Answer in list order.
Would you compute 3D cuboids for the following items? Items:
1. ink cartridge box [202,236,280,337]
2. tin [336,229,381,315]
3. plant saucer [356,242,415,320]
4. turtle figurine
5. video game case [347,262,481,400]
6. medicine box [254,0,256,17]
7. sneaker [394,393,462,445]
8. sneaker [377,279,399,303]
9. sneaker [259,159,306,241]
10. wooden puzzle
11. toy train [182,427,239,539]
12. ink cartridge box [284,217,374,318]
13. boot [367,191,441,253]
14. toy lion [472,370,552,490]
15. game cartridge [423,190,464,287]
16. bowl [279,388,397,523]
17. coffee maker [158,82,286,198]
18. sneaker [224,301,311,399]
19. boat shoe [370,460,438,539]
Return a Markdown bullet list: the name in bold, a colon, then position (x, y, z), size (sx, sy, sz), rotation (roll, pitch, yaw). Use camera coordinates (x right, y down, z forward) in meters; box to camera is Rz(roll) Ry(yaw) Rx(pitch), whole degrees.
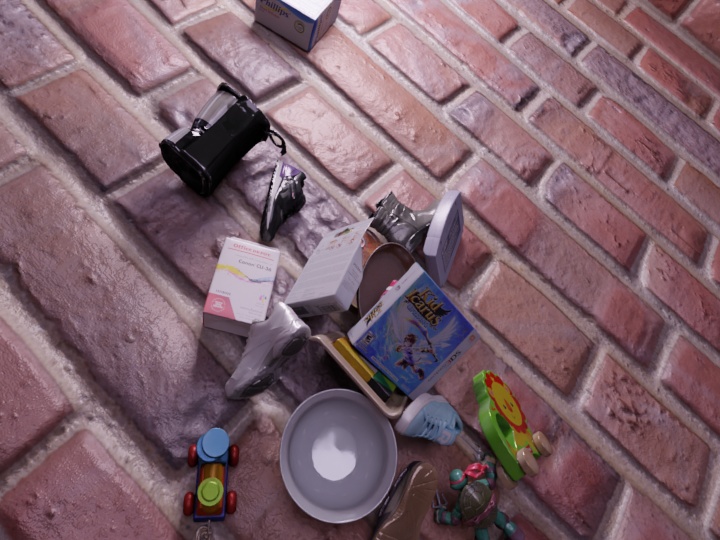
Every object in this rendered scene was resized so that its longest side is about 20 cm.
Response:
- **ink cartridge box**: position (-0.224, 0.016, 1.010), size (0.112, 0.068, 0.206), rotation (14, 58, -10)
- **tin**: position (0.000, 0.000, 1.114), size (0.108, 0.042, 0.206), rotation (2, 62, -22)
- **plant saucer**: position (0.054, 0.049, 1.052), size (0.196, 0.031, 0.209), rotation (0, 90, -48)
- **turtle figurine**: position (0.196, 0.404, 0.902), size (0.147, 0.101, 0.203), rotation (-34, 92, 0)
- **video game case**: position (0.103, 0.120, 0.963), size (0.181, 0.046, 0.200), rotation (-45, 118, 3)
- **medicine box**: position (-0.167, -0.737, 1.434), size (0.178, 0.104, 0.203), rotation (29, 57, 0)
- **sneaker**: position (0.133, 0.270, 0.924), size (0.081, 0.075, 0.198), rotation (38, 15, 30)
- **sneaker**: position (0.095, 0.116, 1.025), size (0.075, 0.080, 0.203), rotation (-45, 115, -24)
- **sneaker**: position (-0.159, -0.147, 1.124), size (0.085, 0.076, 0.206), rotation (17, 57, -15)
- **wooden puzzle**: position (0.005, 0.175, 0.941), size (0.199, 0.185, 0.038), rotation (42, 93, 9)
- **toy train**: position (-0.228, 0.351, 0.791), size (0.081, 0.117, 0.206), rotation (5, 60, -15)
- **ink cartridge box**: position (-0.051, -0.004, 1.028), size (0.047, 0.157, 0.203), rotation (47, 52, -26)
- **boot**: position (0.107, -0.134, 1.190), size (0.131, 0.067, 0.201), rotation (46, 59, -7)
- **toy lion**: position (0.271, 0.283, 0.983), size (0.198, 0.068, 0.195), rotation (4, 51, -60)
- **game cartridge**: position (0.188, -0.075, 1.165), size (0.040, 0.135, 0.203), rotation (5, 50, 28)
- **bowl**: position (-0.041, 0.309, 0.881), size (0.193, 0.091, 0.209), rotation (3, 72, -9)
- **coffee maker**: position (-0.288, -0.262, 1.095), size (0.188, 0.136, 0.203), rotation (27, 63, 15)
- **sneaker**: position (-0.173, 0.140, 0.916), size (0.200, 0.077, 0.100), rotation (-46, 59, 10)
- **boat shoe**: position (0.066, 0.419, 0.883), size (0.071, 0.065, 0.204), rotation (32, 75, -8)
